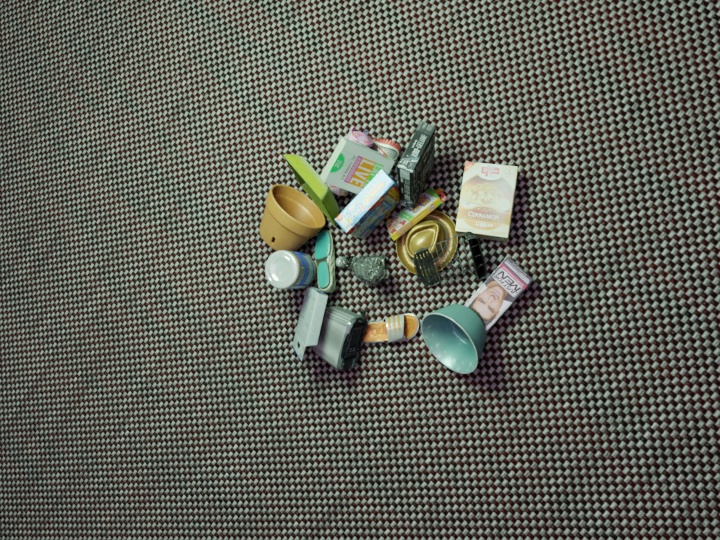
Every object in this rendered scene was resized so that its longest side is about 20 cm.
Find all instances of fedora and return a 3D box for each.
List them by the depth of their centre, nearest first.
[{"bbox_3d":[0.191,-0.087,1.622,0.195,0.082,0.207,-1,87,16],"label":"fedora"}]

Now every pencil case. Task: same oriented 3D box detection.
[{"bbox_3d":[-0.035,-0.326,1.651,0.087,0.087,0.202,39,121,15],"label":"pencil case"}]

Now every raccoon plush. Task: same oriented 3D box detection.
[{"bbox_3d":[0.000,0.000,1.649,0.194,0.134,0.100,-2,88,16],"label":"raccoon plush"}]

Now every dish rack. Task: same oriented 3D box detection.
[{"bbox_3d":[0.253,-0.021,1.570,0.195,0.055,0.156,-19,126,8],"label":"dish rack"}]

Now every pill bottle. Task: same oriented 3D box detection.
[{"bbox_3d":[-0.203,-0.001,1.677,0.109,0.200,0.116,0,89,15],"label":"pill bottle"}]

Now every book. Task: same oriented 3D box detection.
[{"bbox_3d":[-0.007,-0.298,1.599,0.135,0.197,0.048,-56,46,24],"label":"book"}]

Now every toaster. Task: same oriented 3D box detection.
[{"bbox_3d":[-0.063,0.194,1.661,0.127,0.113,0.206,21,102,30],"label":"toaster"}]

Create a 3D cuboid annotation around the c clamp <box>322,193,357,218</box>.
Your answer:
[{"bbox_3d":[-0.033,-0.248,1.728,0.167,0.027,0.205,23,94,17],"label":"c clamp"}]

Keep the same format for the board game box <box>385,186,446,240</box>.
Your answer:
[{"bbox_3d":[0.164,-0.176,1.633,0.198,0.096,0.030,-36,117,11],"label":"board game box"}]

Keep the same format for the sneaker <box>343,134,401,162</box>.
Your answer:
[{"bbox_3d":[0.024,-0.369,1.688,0.195,0.078,0.084,15,87,17],"label":"sneaker"}]

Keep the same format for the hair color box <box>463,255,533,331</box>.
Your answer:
[{"bbox_3d":[0.391,0.069,1.566,0.099,0.060,0.201,43,100,14],"label":"hair color box"}]

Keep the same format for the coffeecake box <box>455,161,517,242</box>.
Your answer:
[{"bbox_3d":[0.363,-0.198,1.574,0.149,0.073,0.206,8,85,17],"label":"coffeecake box"}]

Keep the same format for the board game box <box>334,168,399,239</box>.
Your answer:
[{"bbox_3d":[0.036,-0.189,1.615,0.196,0.199,0.056,-46,77,11],"label":"board game box"}]

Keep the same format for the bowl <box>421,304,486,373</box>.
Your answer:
[{"bbox_3d":[0.276,0.177,1.546,0.201,0.202,0.104,44,57,15],"label":"bowl"}]

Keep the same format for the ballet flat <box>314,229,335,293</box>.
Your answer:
[{"bbox_3d":[-0.108,-0.025,1.722,0.066,0.062,0.206,-9,68,23],"label":"ballet flat"}]

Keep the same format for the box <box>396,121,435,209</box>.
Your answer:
[{"bbox_3d":[0.161,-0.295,1.559,0.049,0.201,0.160,22,72,15],"label":"box"}]

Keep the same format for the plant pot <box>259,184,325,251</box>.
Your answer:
[{"bbox_3d":[-0.227,-0.150,1.708,0.200,0.199,0.141,46,116,13],"label":"plant pot"}]

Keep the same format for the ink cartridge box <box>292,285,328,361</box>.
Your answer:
[{"bbox_3d":[-0.154,0.157,1.666,0.042,0.196,0.206,12,93,-16],"label":"ink cartridge box"}]

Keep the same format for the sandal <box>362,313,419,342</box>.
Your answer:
[{"bbox_3d":[0.078,0.184,1.656,0.201,0.059,0.082,-14,84,16],"label":"sandal"}]

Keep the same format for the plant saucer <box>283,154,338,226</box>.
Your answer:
[{"bbox_3d":[-0.137,-0.254,1.669,0.048,0.200,0.201,-38,69,-4],"label":"plant saucer"}]
